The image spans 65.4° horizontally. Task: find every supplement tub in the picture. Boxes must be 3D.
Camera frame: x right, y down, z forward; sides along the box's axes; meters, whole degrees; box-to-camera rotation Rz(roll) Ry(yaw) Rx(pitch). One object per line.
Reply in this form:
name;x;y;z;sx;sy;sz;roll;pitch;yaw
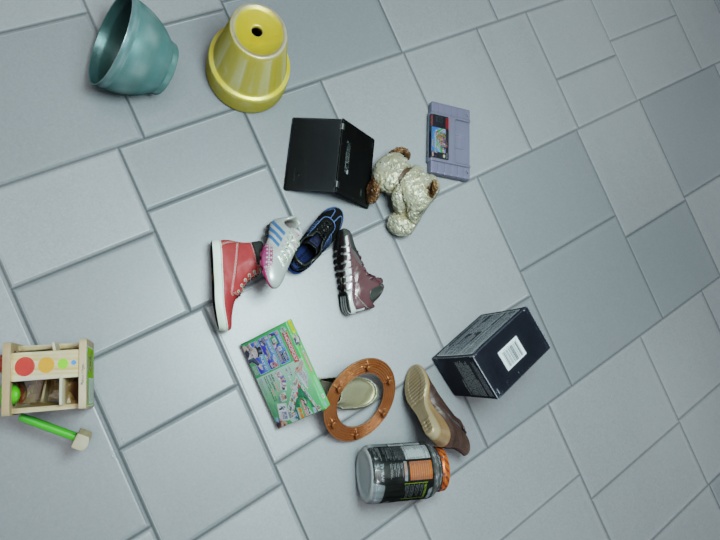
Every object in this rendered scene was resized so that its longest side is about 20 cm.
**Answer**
supplement tub;0.096;0.456;1.273;0.194;0.122;0.127;4;78;-20

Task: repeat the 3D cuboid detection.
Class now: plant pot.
plant pot;-0.476;-0.463;1.205;0.132;0.197;0.207;20;71;-44
plant pot;-0.248;-0.497;1.286;0.195;0.188;0.207;4;77;-19

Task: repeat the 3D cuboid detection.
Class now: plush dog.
plush dog;0.105;-0.216;1.396;0.170;0.161;0.202;35;70;5

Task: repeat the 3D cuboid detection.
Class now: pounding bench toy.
pounding bench toy;-0.588;0.238;1.050;0.151;0.124;0.207;-1;80;-21

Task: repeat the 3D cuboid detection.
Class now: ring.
ring;0.004;0.295;1.268;0.196;0.019;0.207;-13;114;-30

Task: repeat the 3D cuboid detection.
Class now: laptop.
laptop;-0.073;-0.268;1.406;0.197;0.114;0.193;20;72;-46

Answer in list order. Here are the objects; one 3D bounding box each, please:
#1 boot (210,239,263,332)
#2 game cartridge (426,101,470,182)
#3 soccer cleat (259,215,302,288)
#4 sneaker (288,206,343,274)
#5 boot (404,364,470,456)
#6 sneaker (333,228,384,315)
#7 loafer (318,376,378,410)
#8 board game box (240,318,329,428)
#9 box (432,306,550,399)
boot;-0.259;0.032;1.247;0.140;0.072;0.207;1;76;-22
game cartridge;0.240;-0.351;1.530;0.126;0.038;0.207;7;77;-24
soccer cleat;-0.172;-0.051;1.242;0.084;0.071;0.203;-18;44;14
sneaker;-0.097;-0.076;1.323;0.070;0.078;0.202;38;70;-9
boot;0.186;0.339;1.359;0.165;0.072;0.203;35;29;-40
sneaker;0.000;0.000;1.357;0.112;0.075;0.207;-5;92;-27
loafer;-0.045;0.280;1.281;0.194;0.068;0.078;5;78;-20
board game box;-0.165;0.226;1.221;0.132;0.029;0.205;-25;89;22
box;0.314;0.201;1.364;0.198;0.198;0.125;-35;95;-22
